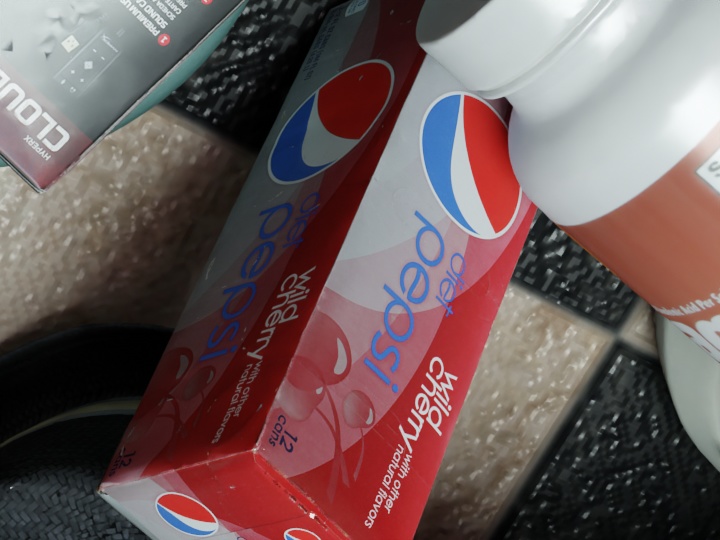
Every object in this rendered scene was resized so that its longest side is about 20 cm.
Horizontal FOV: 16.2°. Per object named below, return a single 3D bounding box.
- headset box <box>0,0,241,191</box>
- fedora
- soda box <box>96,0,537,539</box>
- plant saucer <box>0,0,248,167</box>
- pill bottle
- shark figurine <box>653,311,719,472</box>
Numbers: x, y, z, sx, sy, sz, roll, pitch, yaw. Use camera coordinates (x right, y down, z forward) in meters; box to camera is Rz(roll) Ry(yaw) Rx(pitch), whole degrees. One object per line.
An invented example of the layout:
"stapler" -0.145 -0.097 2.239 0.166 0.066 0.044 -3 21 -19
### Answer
"headset box" -0.086 -0.133 0.685 0.200 0.075 0.149 -44 116 5
"fedora" -0.097 0.111 0.776 0.200 0.092 0.202 -1 87 19
"soda box" 0.000 0.000 0.752 0.070 0.200 0.063 -17 129 42
"plant saucer" -0.114 -0.119 0.754 0.199 0.036 0.201 -6 114 -15
"pill bottle" 0.117 -0.036 0.742 0.200 0.112 0.112 39 98 -15
"shark figurine" 0.134 0.022 0.856 0.127 0.090 0.215 -4 115 -6
